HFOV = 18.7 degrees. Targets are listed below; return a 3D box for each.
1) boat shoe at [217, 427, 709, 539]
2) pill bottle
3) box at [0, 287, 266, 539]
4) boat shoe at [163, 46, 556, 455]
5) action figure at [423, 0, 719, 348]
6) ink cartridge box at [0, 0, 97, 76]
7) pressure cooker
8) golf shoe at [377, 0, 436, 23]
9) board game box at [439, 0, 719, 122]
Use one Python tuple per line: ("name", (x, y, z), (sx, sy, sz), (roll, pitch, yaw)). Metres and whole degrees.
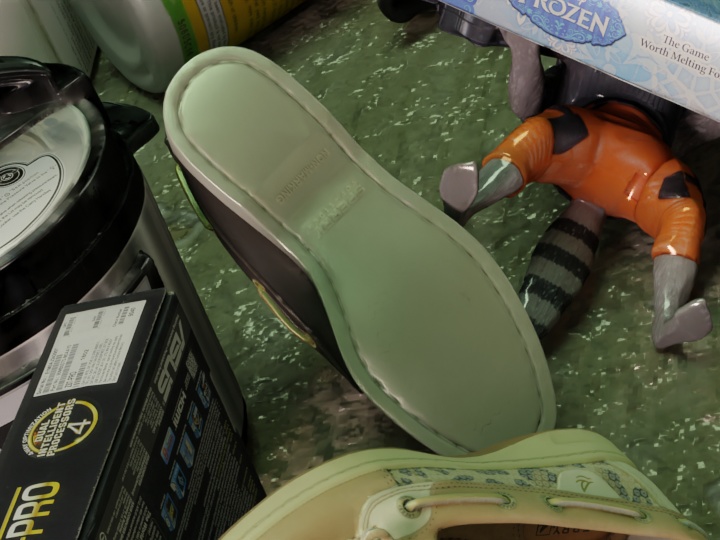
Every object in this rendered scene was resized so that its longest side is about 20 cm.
("boat shoe", (0.031, 0.098, 0.711), (0.199, 0.074, 0.063), (-14, 31, -37))
("pill bottle", (-0.059, -0.192, 1.183), (0.199, 0.112, 0.111), (-35, 35, -18))
("box", (-0.072, 0.130, 0.696), (0.049, 0.162, 0.201), (-11, 36, 19))
("boat shoe", (0.000, 0.000, 0.854), (0.072, 0.201, 0.061), (-39, -8, -14))
("action figure", (0.078, -0.061, 0.925), (0.199, 0.105, 0.194), (19, 37, 4))
("ink cartridge box", (-0.227, -0.157, 1.257), (0.145, 0.085, 0.201), (-15, 33, 11))
("pressure cooker", (-0.153, 0.023, 0.857), (0.177, 0.201, 0.176), (-14, 32, 12))
("golf shoe", (0.098, -0.166, 1.096), (0.199, 0.073, 0.092), (-11, 40, 35))
("board game box", (0.145, -0.126, 0.910), (0.198, 0.044, 0.200), (26, 32, 14))
